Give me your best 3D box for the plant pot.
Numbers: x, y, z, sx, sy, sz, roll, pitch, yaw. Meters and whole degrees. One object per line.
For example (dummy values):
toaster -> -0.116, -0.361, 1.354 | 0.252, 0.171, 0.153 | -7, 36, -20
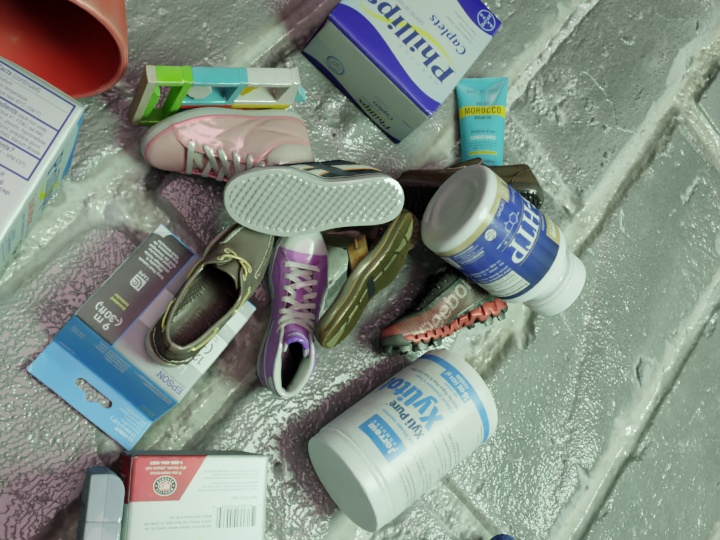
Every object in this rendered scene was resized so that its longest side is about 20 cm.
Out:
plant pot -> -0.335, -0.306, 0.753 | 0.199, 0.200, 0.179 | 9, 68, -24

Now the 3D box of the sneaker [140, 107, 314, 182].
sneaker -> -0.144, -0.128, 0.843 | 0.199, 0.076, 0.105 | -10, 58, -23

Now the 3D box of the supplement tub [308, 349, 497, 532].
supplement tub -> 0.053, 0.196, 0.868 | 0.199, 0.132, 0.132 | -32, 95, -28

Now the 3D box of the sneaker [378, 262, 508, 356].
sneaker -> 0.099, 0.046, 0.952 | 0.200, 0.071, 0.098 | -19, 89, -29

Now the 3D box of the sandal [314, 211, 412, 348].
sandal -> 0.000, 0.000, 0.825 | 0.054, 0.081, 0.200 | 28, 60, 19

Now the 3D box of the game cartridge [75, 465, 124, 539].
game cartridge -> -0.258, 0.295, 0.699 | 0.040, 0.133, 0.201 | 8, 78, -18

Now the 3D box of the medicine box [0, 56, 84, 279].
medicine box -> -0.361, -0.073, 0.690 | 0.103, 0.182, 0.201 | 31, 69, -18

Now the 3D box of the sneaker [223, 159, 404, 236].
sneaker -> -0.057, -0.083, 0.820 | 0.199, 0.079, 0.079 | 0, 109, -18

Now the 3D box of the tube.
tube -> 0.173, -0.181, 1.042 | 0.077, 0.050, 0.201 | 1, 77, 2

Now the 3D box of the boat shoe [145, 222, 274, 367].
boat shoe -> -0.148, 0.014, 0.772 | 0.072, 0.059, 0.200 | 42, 59, -12

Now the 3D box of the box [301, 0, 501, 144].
box -> 0.058, -0.312, 0.980 | 0.184, 0.105, 0.200 | 41, 67, -13

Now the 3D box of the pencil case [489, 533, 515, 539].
pencil case -> 0.107, 0.382, 0.889 | 0.199, 0.087, 0.078 | -4, 46, -27

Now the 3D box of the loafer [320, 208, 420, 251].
loafer -> -0.026, -0.061, 0.917 | 0.199, 0.067, 0.076 | 20, 68, -5

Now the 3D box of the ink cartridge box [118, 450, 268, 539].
ink cartridge box -> -0.181, 0.293, 0.762 | 0.145, 0.083, 0.201 | 8, 78, -27

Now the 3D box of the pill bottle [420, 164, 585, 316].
pill bottle -> 0.183, -0.030, 0.913 | 0.200, 0.119, 0.120 | 33, 68, -26

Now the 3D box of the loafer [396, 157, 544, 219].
loafer -> 0.142, -0.110, 0.978 | 0.199, 0.073, 0.071 | 4, 52, 5

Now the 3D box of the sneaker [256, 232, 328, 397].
sneaker -> -0.067, 0.044, 0.825 | 0.072, 0.114, 0.202 | 7, 89, -14

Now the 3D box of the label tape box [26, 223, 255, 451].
label tape box -> -0.232, 0.072, 0.791 | 0.143, 0.066, 0.200 | 43, 64, -13

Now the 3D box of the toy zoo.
toy zoo -> -0.155, -0.199, 0.842 | 0.199, 0.131, 0.021 | -6, 83, -27
